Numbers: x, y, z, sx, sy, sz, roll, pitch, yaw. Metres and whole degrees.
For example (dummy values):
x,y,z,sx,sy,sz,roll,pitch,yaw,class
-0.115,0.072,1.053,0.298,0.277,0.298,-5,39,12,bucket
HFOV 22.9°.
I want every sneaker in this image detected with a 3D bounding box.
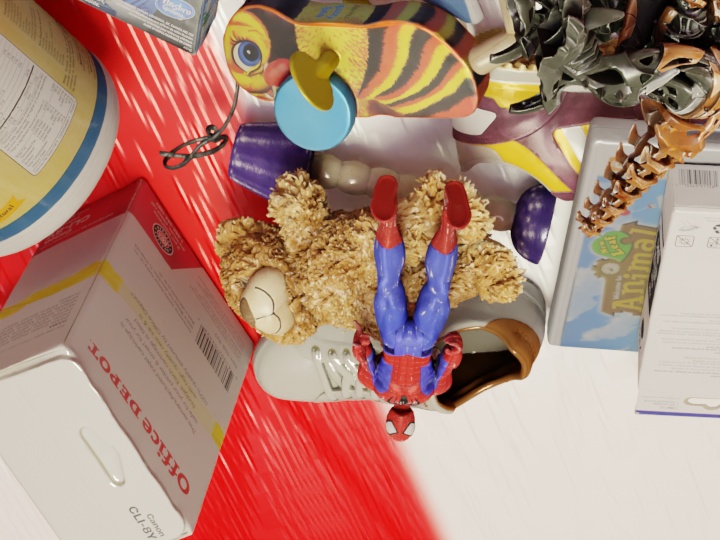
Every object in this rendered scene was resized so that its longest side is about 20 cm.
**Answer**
x,y,z,sx,sy,sz,roll,pitch,yaw,class
0.153,-0.082,1.046,0.199,0.075,0.091,12,122,11,sneaker
0.018,0.055,1.137,0.199,0.085,0.073,-13,119,17,sneaker

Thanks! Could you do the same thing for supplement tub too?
x,y,z,sx,sy,sz,roll,pitch,yaw,class
-0.247,-0.112,1.005,0.144,0.145,0.200,-24,141,21,supplement tub

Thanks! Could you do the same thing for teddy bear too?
x,y,z,sx,sy,sz,roll,pitch,yaw,class
0.000,0.000,1.061,0.199,0.067,0.145,1,143,15,teddy bear

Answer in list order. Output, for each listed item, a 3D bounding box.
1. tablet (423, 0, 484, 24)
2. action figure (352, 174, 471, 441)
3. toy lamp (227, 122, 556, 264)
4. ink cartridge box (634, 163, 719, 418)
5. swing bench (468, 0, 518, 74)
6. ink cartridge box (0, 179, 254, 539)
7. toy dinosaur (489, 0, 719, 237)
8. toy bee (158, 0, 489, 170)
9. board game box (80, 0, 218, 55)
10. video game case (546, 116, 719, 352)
x,y,z,sx,sy,sz,roll,pitch,yaw,class
-0.005,-0.206,0.931,0.130,0.014,0.200,30,168,25,tablet
0.028,0.032,1.024,0.065,0.052,0.201,1,140,-1,action figure
0.018,-0.050,1.090,0.199,0.058,0.058,13,121,2,toy lamp
0.218,0.017,1.044,0.099,0.039,0.201,3,141,1,ink cartridge box
0.144,-0.213,0.893,0.199,0.199,0.130,-10,118,13,swing bench
-0.151,0.061,1.096,0.083,0.200,0.146,-22,115,20,ink cartridge box
0.137,-0.103,0.794,0.135,0.102,0.201,9,101,-16,toy dinosaur
-0.034,-0.122,1.001,0.199,0.131,0.109,-17,113,2,toy bee
-0.139,-0.254,0.992,0.199,0.062,0.200,25,119,-7,board game box
0.212,-0.012,1.055,0.181,0.022,0.200,4,143,0,video game case
